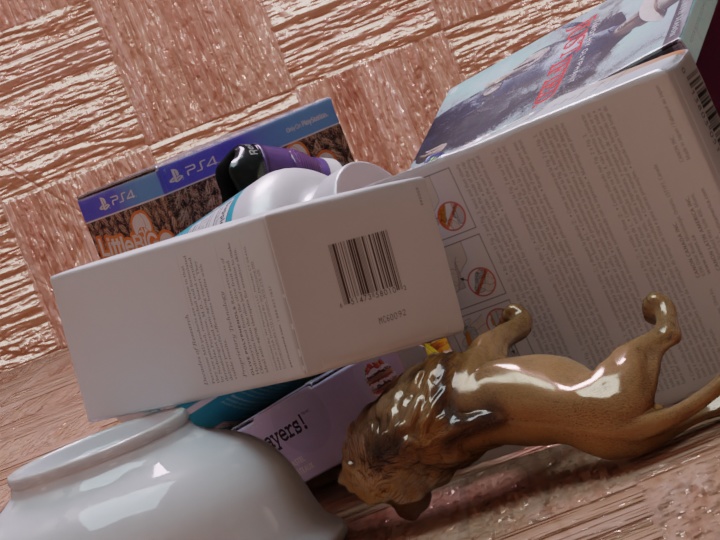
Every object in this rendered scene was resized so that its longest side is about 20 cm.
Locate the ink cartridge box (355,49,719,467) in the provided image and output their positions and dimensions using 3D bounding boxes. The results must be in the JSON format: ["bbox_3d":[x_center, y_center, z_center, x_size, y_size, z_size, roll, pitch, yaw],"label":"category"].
[{"bbox_3d":[0.106,-0.001,1.467,0.200,0.162,0.050,-20,9,30],"label":"ink cartridge box"}]

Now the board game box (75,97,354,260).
[{"bbox_3d":[-0.067,0.010,1.920,0.159,0.200,0.097,-26,6,-40],"label":"board game box"}]

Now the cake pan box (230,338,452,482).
[{"bbox_3d":[0.015,0.065,1.632,0.200,0.052,0.184,-31,-5,37],"label":"cake pan box"}]

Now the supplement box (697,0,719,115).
[{"bbox_3d":[0.246,-0.113,1.816,0.103,0.131,0.200,-22,3,27],"label":"supplement box"}]

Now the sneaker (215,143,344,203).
[{"bbox_3d":[-0.071,0.022,1.793,0.087,0.200,0.076,12,-8,-28],"label":"sneaker"}]

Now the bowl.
[{"bbox_3d":[-0.115,0.126,1.442,0.201,0.090,0.201,-21,3,1],"label":"bowl"}]

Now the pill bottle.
[{"bbox_3d":[-0.056,0.015,1.630,0.200,0.111,0.111,-32,-3,36],"label":"pill bottle"}]

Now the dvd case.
[{"bbox_3d":[0.120,-0.113,1.703,0.200,0.022,0.146,-27,19,28],"label":"dvd case"}]

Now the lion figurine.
[{"bbox_3d":[0.089,0.063,1.369,0.200,0.073,0.122,-13,16,39],"label":"lion figurine"}]

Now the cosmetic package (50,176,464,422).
[{"bbox_3d":[-0.055,0.016,1.467,0.108,0.085,0.200,-15,0,-36],"label":"cosmetic package"}]

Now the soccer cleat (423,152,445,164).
[{"bbox_3d":[0.001,0.000,1.694,0.200,0.084,0.065,-34,-5,36],"label":"soccer cleat"}]
